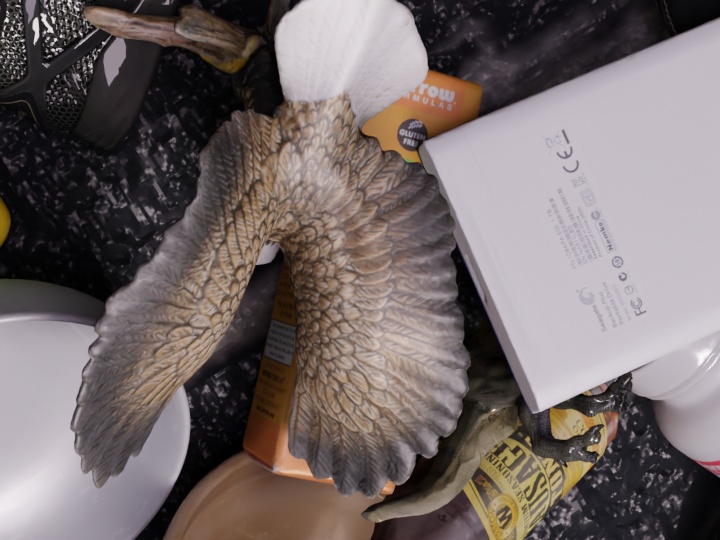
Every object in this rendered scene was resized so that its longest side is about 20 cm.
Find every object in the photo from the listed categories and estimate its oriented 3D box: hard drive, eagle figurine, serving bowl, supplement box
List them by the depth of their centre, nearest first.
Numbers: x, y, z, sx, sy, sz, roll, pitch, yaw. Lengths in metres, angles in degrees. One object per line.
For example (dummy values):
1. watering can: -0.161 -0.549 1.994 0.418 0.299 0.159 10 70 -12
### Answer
1. eagle figurine: -0.035 -0.011 0.667 0.150 0.151 0.202 -7 69 16
2. serving bowl: -0.181 0.077 0.721 0.198 0.066 0.201 -20 138 -19
3. hard drive: 0.142 -0.035 0.732 0.198 0.025 0.133 -23 85 -10
4. supplement box: 0.000 0.000 0.760 0.066 0.069 0.202 12 88 -17

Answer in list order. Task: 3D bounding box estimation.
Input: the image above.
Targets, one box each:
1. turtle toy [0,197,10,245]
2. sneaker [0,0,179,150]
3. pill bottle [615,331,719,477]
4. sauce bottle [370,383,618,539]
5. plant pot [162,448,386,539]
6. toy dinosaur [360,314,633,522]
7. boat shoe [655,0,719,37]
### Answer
1. turtle toy: -0.257 -0.042 0.676 0.199 0.101 0.146 -33 135 -6
2. sneaker: -0.127 -0.163 0.697 0.113 0.076 0.201 17 103 -24
3. pill bottle: 0.225 0.068 0.828 0.199 0.109 0.109 32 93 -19
4. sauce bottle: 0.052 0.115 0.769 0.200 0.066 0.067 -41 113 -37
5. plant pot: -0.017 0.190 0.779 0.199 0.202 0.093 14 139 -17
6. toy dinosaur: 0.079 0.060 0.754 0.087 0.201 0.048 14 136 19
7. boat shoe: 0.211 -0.088 0.799 0.074 0.066 0.200 -22 120 33
